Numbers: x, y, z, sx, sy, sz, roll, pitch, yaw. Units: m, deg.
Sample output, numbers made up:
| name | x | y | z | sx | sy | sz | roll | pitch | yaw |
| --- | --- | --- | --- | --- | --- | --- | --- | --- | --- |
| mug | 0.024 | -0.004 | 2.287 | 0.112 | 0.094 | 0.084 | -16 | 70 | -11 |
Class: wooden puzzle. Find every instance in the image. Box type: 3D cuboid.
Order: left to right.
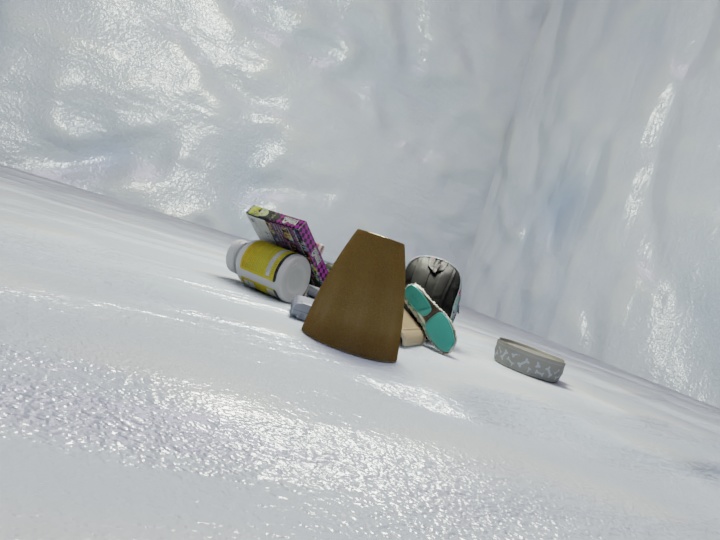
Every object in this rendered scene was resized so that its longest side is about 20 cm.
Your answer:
| name | x | y | z | sx | sy | sz | roll | pitch | yaw |
| --- | --- | --- | --- | --- | --- | --- | --- | --- | --- |
| wooden puzzle | 0.065 | 0.089 | 1.342 | 0.202 | 0.037 | 0.184 | 54 | 14 | 16 |

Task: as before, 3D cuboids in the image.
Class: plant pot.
| name | x | y | z | sx | sy | sz | roll | pitch | yaw |
| --- | --- | --- | --- | --- | --- | --- | --- | --- | --- |
| plant pot | 0.008 | 0.036 | 1.060 | 0.182 | 0.205 | 0.186 | 17 | 1 | 0 |

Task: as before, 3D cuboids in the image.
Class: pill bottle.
| name | x | y | z | sx | sy | sz | roll | pitch | yaw |
| --- | --- | --- | --- | --- | --- | --- | --- | --- | --- |
| pill bottle | -0.221 | -0.007 | 1.371 | 0.197 | 0.114 | 0.111 | 19 | 3 | 32 |

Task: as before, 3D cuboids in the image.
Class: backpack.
| name | x | y | z | sx | sy | sz | roll | pitch | yaw |
| --- | --- | --- | --- | --- | --- | --- | --- | --- | --- |
| backpack | 0.176 | 0.072 | 1.527 | 0.174 | 0.204 | 0.151 | 17 | -12 | 15 |

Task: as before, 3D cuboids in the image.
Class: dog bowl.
| name | x | y | z | sx | sy | sz | roll | pitch | yaw |
| --- | --- | --- | --- | --- | --- | --- | --- | --- | --- |
| dog bowl | 0.444 | 0.237 | 1.551 | 0.195 | 0.060 | 0.200 | 18 | 2 | -1 |

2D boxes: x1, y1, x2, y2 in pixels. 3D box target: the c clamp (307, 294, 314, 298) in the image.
| name | x | y | z | sx | sy | sz | roll | pitch | yaw |
| --- | --- | --- | --- | --- | --- | --- | --- | --- | --- |
| c clamp | -0.122 | 0.002 | 1.621 | 0.027 | 0.174 | 0.198 | -32 | -28 | 29 |

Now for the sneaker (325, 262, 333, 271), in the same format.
| name | x | y | z | sx | sy | sz | roll | pitch | yaw |
| --- | --- | --- | --- | --- | --- | --- | --- | --- | --- |
| sneaker | 0.000 | 0.000 | 1.487 | 0.194 | 0.086 | 0.077 | 6 | -4 | -5 |

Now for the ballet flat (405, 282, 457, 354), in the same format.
| name | x | y | z | sx | sy | sz | roll | pitch | yaw |
| --- | --- | --- | --- | --- | --- | --- | --- | --- | --- |
| ballet flat | 0.172 | 0.114 | 1.397 | 0.071 | 0.072 | 0.202 | 15 | 37 | -52 |

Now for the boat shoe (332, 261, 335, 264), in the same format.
| name | x | y | z | sx | sy | sz | roll | pitch | yaw |
| --- | --- | --- | --- | --- | --- | --- | --- | --- | --- |
| boat shoe | 0.011 | -0.010 | 1.560 | 0.195 | 0.075 | 0.062 | -6 | 17 | 25 |

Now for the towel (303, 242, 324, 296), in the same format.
| name | x | y | z | sx | sy | sz | roll | pitch | yaw |
| --- | --- | --- | --- | --- | --- | --- | --- | --- | --- |
| towel | -0.187 | -0.021 | 1.532 | 0.197 | 0.150 | 0.030 | 19 | -4 | 35 |

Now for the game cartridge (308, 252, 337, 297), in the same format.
| name | x | y | z | sx | sy | sz | roll | pitch | yaw |
| --- | --- | --- | --- | --- | --- | --- | --- | --- | --- |
| game cartridge | -0.097 | 0.019 | 1.595 | 0.040 | 0.136 | 0.198 | -31 | -33 | 30 |

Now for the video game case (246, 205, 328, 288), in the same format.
| name | x | y | z | sx | sy | sz | roll | pitch | yaw |
| --- | --- | --- | --- | --- | --- | --- | --- | --- | --- |
| video game case | -0.168 | -0.054 | 1.398 | 0.178 | 0.036 | 0.202 | 19 | -34 | 36 |

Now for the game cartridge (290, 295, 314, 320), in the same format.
| name | x | y | z | sx | sy | sz | roll | pitch | yaw |
| --- | --- | --- | --- | --- | --- | --- | --- | --- | --- |
| game cartridge | -0.050 | 0.099 | 1.217 | 0.195 | 0.042 | 0.133 | 18 | -2 | -9 |
